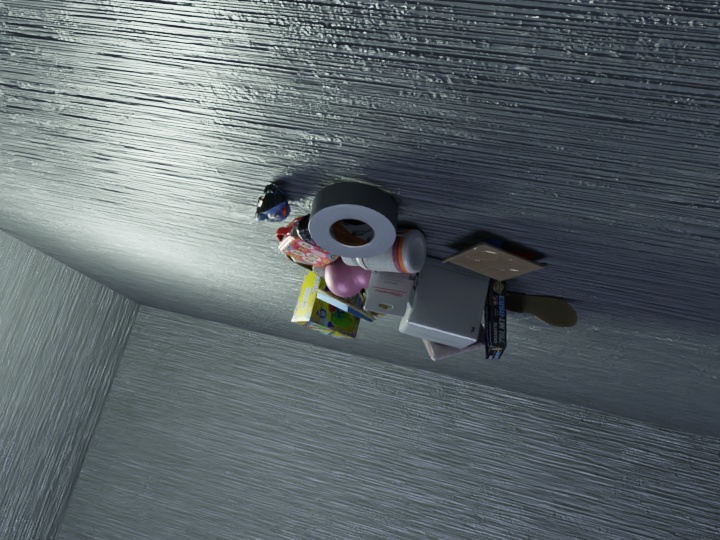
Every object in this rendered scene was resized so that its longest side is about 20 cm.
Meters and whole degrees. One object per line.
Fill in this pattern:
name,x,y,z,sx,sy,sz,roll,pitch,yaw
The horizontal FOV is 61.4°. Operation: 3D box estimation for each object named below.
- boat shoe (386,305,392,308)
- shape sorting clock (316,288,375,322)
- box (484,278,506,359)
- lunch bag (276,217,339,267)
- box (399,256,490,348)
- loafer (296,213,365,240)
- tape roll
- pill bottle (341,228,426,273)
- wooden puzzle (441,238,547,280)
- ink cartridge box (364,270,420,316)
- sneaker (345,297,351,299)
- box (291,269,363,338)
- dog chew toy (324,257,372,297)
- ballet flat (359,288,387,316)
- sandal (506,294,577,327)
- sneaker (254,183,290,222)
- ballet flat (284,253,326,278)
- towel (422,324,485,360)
boat shoe,0.075,0.041,1.812,0.201,0.061,0.072,53,147,2
shape sorting clock,-0.043,0.102,1.843,0.199,0.039,0.200,25,177,1
box,0.380,0.137,1.717,0.049,0.201,0.199,0,163,8
lunch bag,-0.151,-0.079,1.680,0.176,0.082,0.200,21,164,-17
box,0.234,0.094,1.704,0.198,0.201,0.171,16,166,0
loafer,-0.059,-0.122,1.488,0.200,0.071,0.068,-7,139,13
tape roll,-0.016,-0.110,1.375,0.199,0.066,0.201,5,146,3
pill bottle,0.056,-0.053,1.530,0.199,0.110,0.110,4,161,33
wooden puzzle,0.326,-0.030,1.493,0.199,0.046,0.185,15,165,-17
ink cartridge box,0.090,0.027,1.604,0.115,0.201,0.067,10,163,17
sneaker,-0.056,0.023,1.908,0.072,0.072,0.200,-11,139,-13
box,-0.099,0.106,2.042,0.192,0.201,0.122,24,162,-31
dog chew toy,0.000,0.000,1.729,0.199,0.125,0.124,-19,151,21
ballet flat,0.020,0.064,1.884,0.200,0.069,0.063,54,177,42
sandal,0.527,0.109,1.762,0.211,0.078,0.070,14,-175,25
sneaker,-0.206,-0.162,1.495,0.078,0.076,0.200,10,174,-18
ballet flat,-0.144,-0.021,1.818,0.199,0.071,0.065,24,-162,12
towel,0.269,0.163,1.820,0.199,0.191,0.032,-12,150,-20
